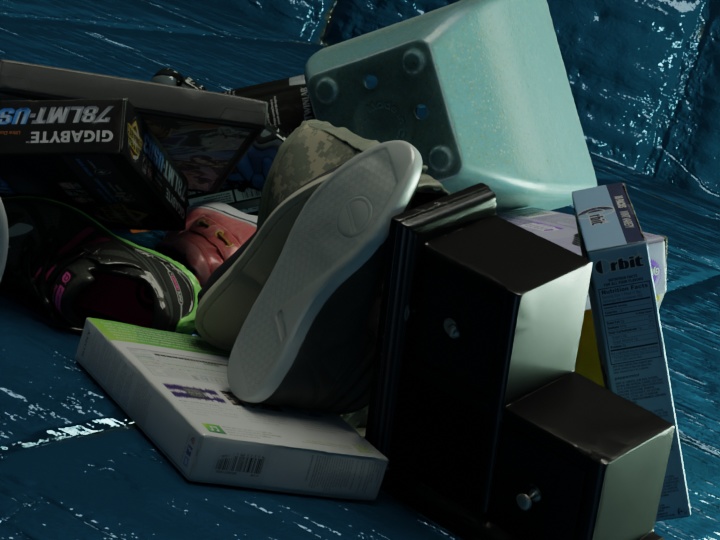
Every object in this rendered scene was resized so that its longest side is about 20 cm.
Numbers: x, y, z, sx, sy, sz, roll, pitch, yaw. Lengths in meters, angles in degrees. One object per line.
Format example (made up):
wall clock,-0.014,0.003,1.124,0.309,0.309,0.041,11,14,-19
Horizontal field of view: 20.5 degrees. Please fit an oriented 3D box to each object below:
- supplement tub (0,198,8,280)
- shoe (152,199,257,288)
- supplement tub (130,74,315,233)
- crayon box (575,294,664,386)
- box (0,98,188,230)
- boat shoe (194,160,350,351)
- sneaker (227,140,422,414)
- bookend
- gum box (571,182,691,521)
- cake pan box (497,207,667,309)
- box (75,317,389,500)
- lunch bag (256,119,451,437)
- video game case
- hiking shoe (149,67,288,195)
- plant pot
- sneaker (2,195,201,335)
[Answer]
supplement tub,-0.336,-0.031,1.241,0.200,0.145,0.145,26,14,27
shoe,-0.138,-0.013,1.634,0.091,0.072,0.200,-14,11,-28
supplement tub,-0.118,-0.100,1.787,0.200,0.123,0.123,-11,12,3
crayon box,0.196,0.077,1.621,0.051,0.127,0.200,21,12,10
box,-0.248,-0.078,1.510,0.198,0.050,0.200,-1,-15,8
boat shoe,-0.041,-0.024,1.374,0.073,0.200,0.063,37,32,-20
sneaker,0.000,0.010,1.320,0.099,0.200,0.071,23,13,-42
bookend,0.110,0.079,1.273,0.200,0.199,0.092,28,35,34
gum box,0.191,0.055,1.422,0.044,0.200,0.170,-9,16,5
cake pan box,0.111,-0.005,1.577,0.184,0.052,0.200,-9,13,-29
box,-0.090,0.092,1.341,0.144,0.036,0.200,11,16,-33
lunch bag,0.000,0.000,1.462,0.117,0.200,0.164,-1,21,-33
video game case,-0.188,-0.107,1.528,0.200,0.026,0.181,8,-16,-14
hiking shoe,-0.113,-0.090,1.686,0.200,0.087,0.074,30,-11,24
plant pot,0.058,-0.127,1.690,0.196,0.196,0.200,-16,-3,25
sneaker,-0.213,-0.001,1.466,0.200,0.077,0.084,17,14,11
